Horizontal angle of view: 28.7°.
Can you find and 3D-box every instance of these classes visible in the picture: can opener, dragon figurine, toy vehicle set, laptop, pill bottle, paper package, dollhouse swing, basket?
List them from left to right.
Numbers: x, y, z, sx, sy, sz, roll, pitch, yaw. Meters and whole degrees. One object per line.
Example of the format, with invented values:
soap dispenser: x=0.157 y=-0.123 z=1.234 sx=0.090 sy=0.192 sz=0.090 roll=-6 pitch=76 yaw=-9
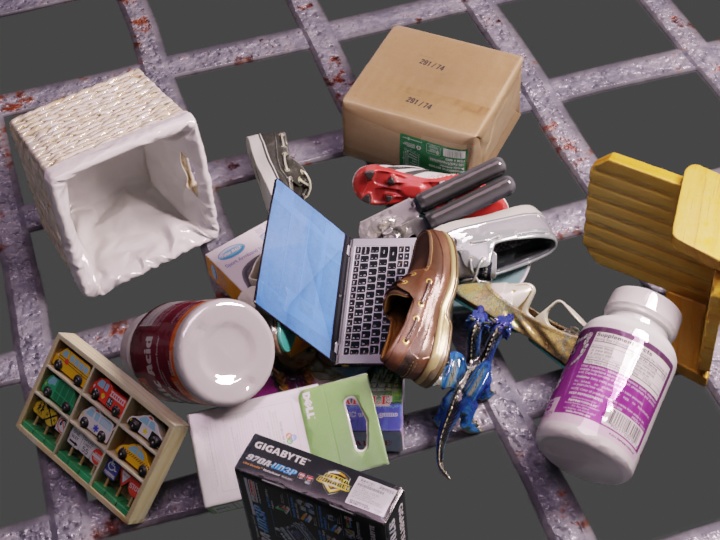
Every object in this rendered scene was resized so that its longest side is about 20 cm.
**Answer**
toy vehicle set: x=-0.284 y=0.170 z=1.536 sx=0.200 sy=0.124 sz=0.027 roll=33 pitch=13 yaw=31
basket: x=-0.308 y=-0.112 z=1.753 sx=0.200 sy=0.198 sz=0.161 roll=-27 pitch=46 yaw=-21
pill bottle: x=-0.186 y=0.089 z=1.544 sx=0.114 sy=0.114 sz=0.200 roll=-34 pitch=13 yaw=-26
laptop: x=0.000 y=0.000 z=1.565 sx=0.200 sy=0.116 sz=0.187 roll=-1 pitch=49 yaw=9
paper package: x=0.097 y=-0.220 z=1.893 sx=0.200 sy=0.104 sz=0.191 roll=17 pitch=51 yaw=19
can opener: x=0.091 y=-0.070 z=1.709 sx=0.200 sy=0.067 sz=0.053 roll=-26 pitch=74 yaw=1
dragon figurine: x=0.113 y=0.127 z=1.556 sx=0.059 sy=0.099 sz=0.200 roll=18 pitch=50 yaw=20
pill bottle: x=0.274 y=0.120 z=1.517 sx=0.112 sy=0.112 sz=0.200 roll=19 pitch=64 yaw=21
dollhouse swing: x=0.329 y=-0.007 z=1.602 sx=0.176 sy=0.200 sz=0.182 roll=11 pitch=48 yaw=13

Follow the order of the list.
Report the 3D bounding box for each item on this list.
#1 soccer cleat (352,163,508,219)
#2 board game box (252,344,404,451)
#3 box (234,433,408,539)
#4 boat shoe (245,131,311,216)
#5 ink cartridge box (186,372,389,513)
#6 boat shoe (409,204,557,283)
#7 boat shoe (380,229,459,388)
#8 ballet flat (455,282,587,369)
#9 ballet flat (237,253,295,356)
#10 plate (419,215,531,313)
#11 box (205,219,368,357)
soccer cleat: x=0.089 y=-0.098 z=1.769 sx=0.200 sy=0.069 sz=0.085 roll=11 pitch=17 yaw=3
board game box: x=-0.048 y=0.118 z=1.616 sx=0.200 sy=0.041 sz=0.200 roll=-1 pitch=46 yaw=3
box: x=-0.032 y=0.257 z=1.372 sx=0.159 sy=0.200 sz=0.046 roll=17 pitch=52 yaw=20
boat shoe: x=-0.099 y=-0.117 z=1.828 sx=0.064 sy=0.071 sz=0.200 roll=-14 pitch=45 yaw=-8
ink cartridge box: x=-0.076 y=0.185 z=1.502 sx=0.200 sy=0.059 sz=0.104 roll=-14 pitch=73 yaw=0
boat shoe: x=0.144 y=-0.020 z=1.684 sx=0.201 sy=0.070 sz=0.072 roll=-19 pitch=44 yaw=-17
boat shoe: x=0.061 y=0.030 z=1.517 sx=0.068 sy=0.072 sz=0.200 roll=20 pitch=50 yaw=-14
ballet flat: x=0.200 y=0.053 z=1.626 sx=0.200 sy=0.071 sz=0.071 roll=33 pitch=55 yaw=17
ballet flat: x=-0.096 y=0.026 z=1.590 sx=0.068 sy=0.068 sz=0.200 roll=-4 pitch=37 yaw=16
plate: x=0.112 y=-0.014 z=1.746 sx=0.200 sy=0.026 sz=0.200 roll=-2 pitch=45 yaw=2
box: x=-0.093 y=0.006 z=1.673 sx=0.119 sy=0.042 sz=0.200 roll=-31 pitch=53 yaw=-23
